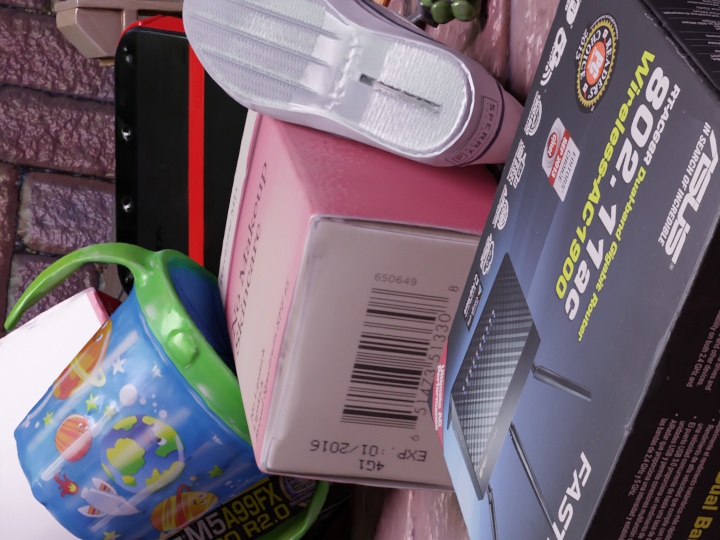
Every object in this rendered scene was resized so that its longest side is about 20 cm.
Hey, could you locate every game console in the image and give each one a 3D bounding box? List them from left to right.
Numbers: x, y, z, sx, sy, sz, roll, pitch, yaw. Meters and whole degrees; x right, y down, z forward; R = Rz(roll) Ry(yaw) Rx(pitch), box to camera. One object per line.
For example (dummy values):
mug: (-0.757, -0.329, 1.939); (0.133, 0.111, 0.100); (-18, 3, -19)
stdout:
game console: (-0.097, -0.055, 0.954); (0.176, 0.031, 0.201); (17, 112, 42)

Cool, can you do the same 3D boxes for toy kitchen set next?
toy kitchen set: (-0.133, -0.103, 1.087); (0.200, 0.163, 0.181); (-165, 76, -65)

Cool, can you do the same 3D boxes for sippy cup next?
sippy cup: (-0.109, 0.081, 0.803); (0.178, 0.130, 0.140); (52, -171, 21)

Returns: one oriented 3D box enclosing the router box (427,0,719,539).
router box: (0.087, 0.013, 0.474); (0.150, 0.062, 0.201); (-108, 29, -57)

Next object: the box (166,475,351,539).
box: (-0.105, 0.195, 0.946); (0.044, 0.160, 0.200); (55, 150, 17)

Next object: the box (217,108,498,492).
box: (0.000, 0.000, 0.728); (0.200, 0.108, 0.128); (-115, 35, -64)

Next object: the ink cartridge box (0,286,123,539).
ink cartridge box: (-0.163, 0.122, 0.974); (0.146, 0.144, 0.200); (60, -175, 16)

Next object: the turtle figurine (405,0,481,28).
turtle figurine: (0.011, -0.170, 0.720); (0.144, 0.199, 0.194); (66, 170, -18)

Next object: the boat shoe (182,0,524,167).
boat shoe: (-0.005, -0.092, 0.709); (0.200, 0.067, 0.074); (36, 102, 37)

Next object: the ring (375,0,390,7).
ring: (0.008, -0.212, 0.930); (0.201, 0.019, 0.201); (-50, 31, 46)
